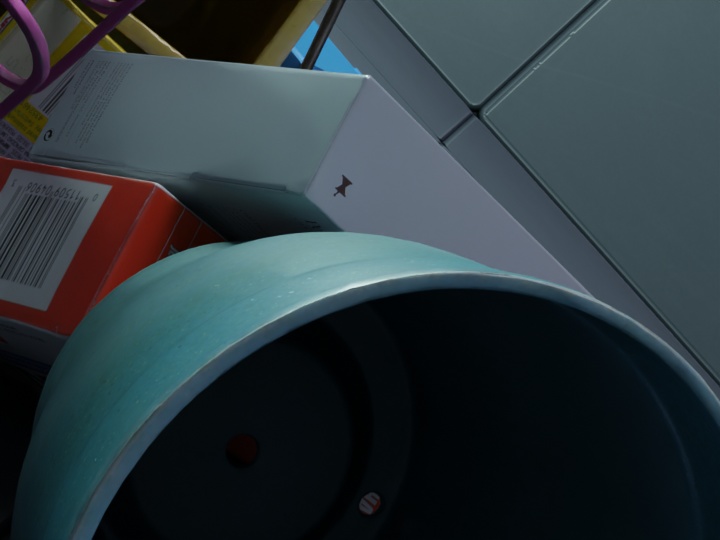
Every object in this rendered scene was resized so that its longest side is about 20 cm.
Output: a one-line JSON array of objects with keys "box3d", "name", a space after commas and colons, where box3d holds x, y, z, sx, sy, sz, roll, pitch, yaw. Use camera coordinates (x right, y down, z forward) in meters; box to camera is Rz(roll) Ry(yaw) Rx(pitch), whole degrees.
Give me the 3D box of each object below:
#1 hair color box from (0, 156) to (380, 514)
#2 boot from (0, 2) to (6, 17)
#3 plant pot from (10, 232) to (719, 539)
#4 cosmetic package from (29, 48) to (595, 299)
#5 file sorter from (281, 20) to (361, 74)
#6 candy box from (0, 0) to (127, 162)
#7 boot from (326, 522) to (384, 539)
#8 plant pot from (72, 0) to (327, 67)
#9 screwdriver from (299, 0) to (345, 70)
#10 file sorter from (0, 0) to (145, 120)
[{"box3d": [-0.053, 0.041, 0.818, 0.111, 0.064, 0.200, 10, -22, 49], "name": "hair color box"}, {"box3d": [-0.138, -0.079, 1.017, 0.200, 0.075, 0.107, 49, 5, 14], "name": "boot"}, {"box3d": [-0.014, 0.076, 0.650, 0.200, 0.200, 0.188, 43, -3, -24], "name": "plant pot"}, {"box3d": [0.000, 0.000, 0.810, 0.150, 0.052, 0.200, 14, -21, 47], "name": "cosmetic package"}, {"box3d": [-0.107, -0.125, 1.163, 0.200, 0.123, 0.139, 51, 10, 16], "name": "file sorter"}, {"box3d": [-0.086, -0.013, 0.885, 0.200, 0.102, 0.026, 43, 4, -30], "name": "candy box"}, {"box3d": [0.051, 0.176, 0.824, 0.200, 0.076, 0.168, 51, 10, 13], "name": "boot"}, {"box3d": [-0.082, -0.186, 0.955, 0.195, 0.195, 0.200, 37, -8, -5], "name": "plant pot"}, {"box3d": [-0.046, -0.043, 0.936, 0.029, 0.201, 0.028, 33, 24, 25], "name": "screwdriver"}, {"box3d": [-0.128, -0.120, 0.743, 0.126, 0.200, 0.139, 51, -31, -10], "name": "file sorter"}]
